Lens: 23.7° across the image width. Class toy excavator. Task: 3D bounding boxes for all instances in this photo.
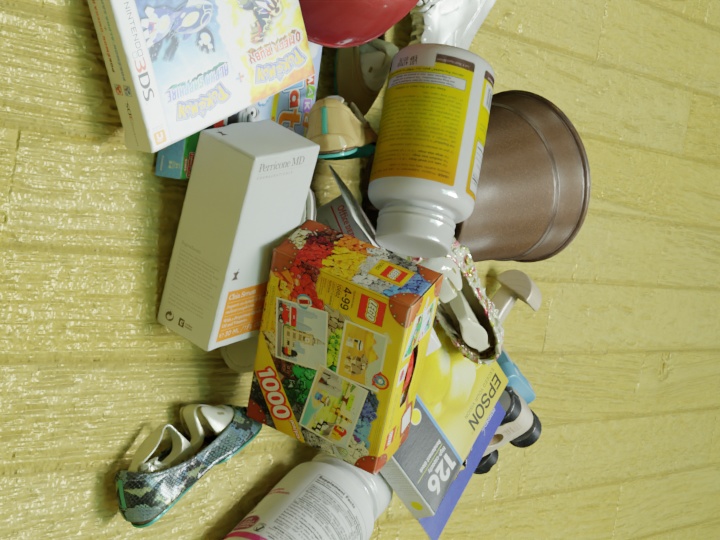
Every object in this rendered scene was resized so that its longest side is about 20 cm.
[{"bbox_3d":[0.158,0.118,2.115,0.194,0.201,0.100,-32,145,11],"label":"toy excavator"}]

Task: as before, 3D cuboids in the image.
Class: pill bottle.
[{"bbox_3d":[0.069,-0.119,1.734,0.109,0.109,0.201,33,63,-55],"label":"pill bottle"},{"bbox_3d":[-0.057,0.274,1.815,0.200,0.113,0.114,-42,133,-43],"label":"pill bottle"}]

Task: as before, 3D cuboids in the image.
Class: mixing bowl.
[{"bbox_3d":[0.003,-0.316,1.653,0.199,0.108,0.201,-3,97,-30],"label":"mixing bowl"}]

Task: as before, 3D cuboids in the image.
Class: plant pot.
[{"bbox_3d":[0.119,-0.093,1.911,0.198,0.200,0.201,-13,111,-46],"label":"plant pot"}]

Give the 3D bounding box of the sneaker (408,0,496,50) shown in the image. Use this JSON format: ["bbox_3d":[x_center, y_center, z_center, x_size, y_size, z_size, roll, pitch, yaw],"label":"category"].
[{"bbox_3d":[0.066,-0.270,1.883,0.115,0.074,0.201,31,82,-36],"label":"sneaker"}]

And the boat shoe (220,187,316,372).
[{"bbox_3d":[-0.085,0.005,1.725,0.059,0.072,0.201,0,107,-66],"label":"boat shoe"}]

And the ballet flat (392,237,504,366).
[{"bbox_3d":[0.099,0.025,1.811,0.200,0.075,0.064,51,14,-33],"label":"ballet flat"}]

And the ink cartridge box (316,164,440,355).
[{"bbox_3d":[0.000,0.000,1.788,0.067,0.117,0.200,-30,125,5],"label":"ink cartridge box"}]

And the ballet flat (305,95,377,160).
[{"bbox_3d":[-0.017,-0.145,1.740,0.200,0.068,0.063,-34,117,-85],"label":"ballet flat"}]

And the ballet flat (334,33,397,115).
[{"bbox_3d":[0.009,-0.248,1.780,0.069,0.063,0.201,-30,124,-52],"label":"ballet flat"}]

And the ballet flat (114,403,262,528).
[{"bbox_3d":[-0.165,0.169,1.665,0.200,0.074,0.075,-42,133,-47],"label":"ballet flat"}]

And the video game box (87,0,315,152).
[{"bbox_3d":[-0.143,-0.226,1.534,0.200,0.047,0.183,-30,121,-33],"label":"video game box"}]

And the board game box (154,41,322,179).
[{"bbox_3d":[-0.114,-0.162,1.660,0.200,0.036,0.152,-3,102,-57],"label":"board game box"}]

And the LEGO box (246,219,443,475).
[{"bbox_3d":[-0.017,0.073,1.650,0.077,0.148,0.201,-43,150,-52],"label":"LEGO box"}]

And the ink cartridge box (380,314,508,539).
[{"bbox_3d":[0.090,0.163,1.886,0.200,0.047,0.198,54,52,-30],"label":"ink cartridge box"}]

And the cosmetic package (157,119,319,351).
[{"bbox_3d":[-0.116,-0.034,1.622,0.101,0.071,0.201,-17,128,-52],"label":"cosmetic package"}]
